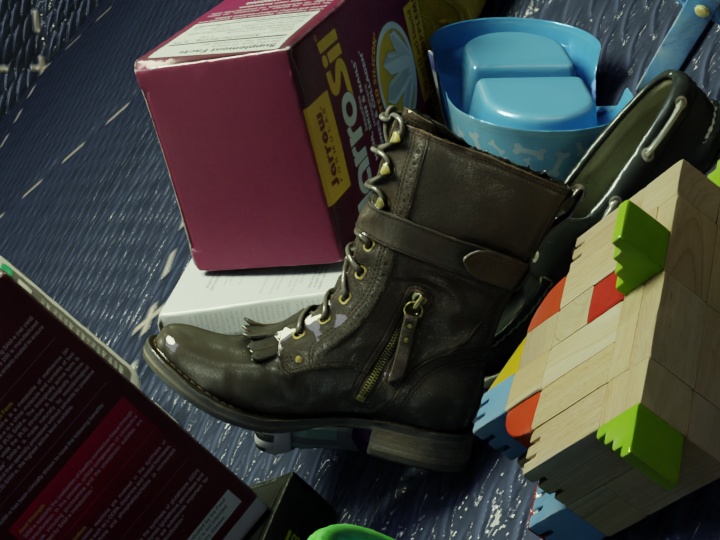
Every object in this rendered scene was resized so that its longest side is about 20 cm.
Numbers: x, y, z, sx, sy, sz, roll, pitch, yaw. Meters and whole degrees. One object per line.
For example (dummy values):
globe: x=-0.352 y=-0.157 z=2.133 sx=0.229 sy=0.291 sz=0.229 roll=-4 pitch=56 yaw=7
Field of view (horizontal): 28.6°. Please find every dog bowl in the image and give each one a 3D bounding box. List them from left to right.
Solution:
dog bowl: x=0.102 y=-0.103 z=0.881 sx=0.110 sy=0.050 sz=0.200 roll=-1 pitch=28 yaw=-4

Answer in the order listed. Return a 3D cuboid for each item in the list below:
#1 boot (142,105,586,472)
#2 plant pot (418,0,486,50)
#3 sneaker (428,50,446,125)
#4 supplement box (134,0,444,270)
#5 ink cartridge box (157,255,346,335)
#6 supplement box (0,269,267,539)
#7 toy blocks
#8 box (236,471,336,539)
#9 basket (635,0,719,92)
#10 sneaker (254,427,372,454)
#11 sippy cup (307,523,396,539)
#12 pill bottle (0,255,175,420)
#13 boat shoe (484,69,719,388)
boot: x=0.000 y=0.000 z=0.728 sx=0.069 sy=0.198 sz=0.176 roll=-98 pitch=23 yaw=-75
plant pot: x=0.031 y=-0.250 z=1.167 sx=0.199 sy=0.199 sz=0.143 roll=-31 pitch=54 yaw=34
sneaker: x=0.001 y=-0.130 z=1.125 sx=0.199 sy=0.080 sz=0.116 roll=-31 pitch=29 yaw=37
supplement box: x=-0.034 y=-0.104 z=0.860 sx=0.102 sy=0.132 sz=0.200 roll=-2 pitch=27 yaw=25
ink cartridge box: x=-0.003 y=-0.015 z=0.861 sx=0.198 sy=0.041 sz=0.200 roll=-10 pitch=24 yaw=14
supplement box: x=-0.159 y=0.102 z=0.759 sx=0.109 sy=0.200 sz=0.061 roll=-49 pitch=23 yaw=-11
toy blocks: x=0.111 y=0.047 z=0.649 sx=0.137 sy=0.100 sz=0.201 roll=-42 pitch=19 yaw=43
box: x=-0.121 y=0.221 z=0.811 sx=0.199 sy=0.047 sz=0.194 roll=-23 pitch=34 yaw=43
basket: x=0.225 y=-0.206 z=0.800 sx=0.177 sy=0.138 sz=0.200 roll=-58 pitch=-10 yaw=-23
sneaker: x=0.004 y=0.054 z=0.869 sx=0.087 sy=0.075 sz=0.200 roll=7 pitch=30 yaw=15
sippy cup: x=0.001 y=0.192 z=0.551 sx=0.131 sy=0.139 sz=0.178 roll=-54 pitch=-20 yaw=9
pill bottle: x=-0.231 y=0.088 z=1.023 sx=0.113 sy=0.200 sz=0.113 roll=-38 pitch=24 yaw=20
boat shoe: x=0.117 y=-0.023 z=0.769 sx=0.200 sy=0.060 sz=0.076 roll=-47 pitch=23 yaw=0
